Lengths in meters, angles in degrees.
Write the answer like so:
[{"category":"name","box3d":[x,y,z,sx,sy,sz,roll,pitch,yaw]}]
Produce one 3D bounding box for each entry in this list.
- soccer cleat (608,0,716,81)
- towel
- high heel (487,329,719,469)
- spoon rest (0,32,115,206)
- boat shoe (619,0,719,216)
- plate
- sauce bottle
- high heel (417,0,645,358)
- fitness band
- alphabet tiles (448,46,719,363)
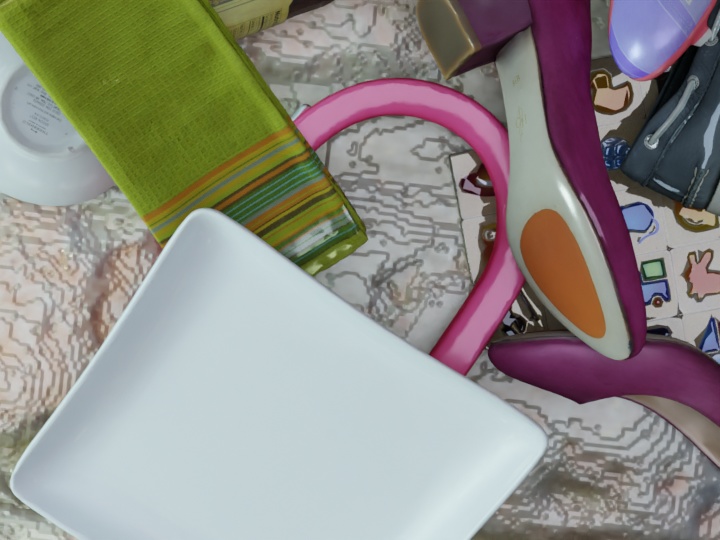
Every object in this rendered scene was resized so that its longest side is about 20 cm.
[{"category":"soccer cleat","box3d":[0.145,-0.183,1.302,0.076,0.067,0.200,32,65,-26]},{"category":"towel","box3d":[-0.081,-0.066,1.275,0.086,0.018,0.200,-36,116,0]},{"category":"high heel","box3d":[0.155,0.081,1.334,0.200,0.067,0.096,7,88,-8]},{"category":"spoon rest","box3d":[-0.192,-0.107,1.331,0.200,0.061,0.099,32,91,-17]},{"category":"boat shoe","box3d":[0.176,-0.128,1.328,0.062,0.073,0.200,14,84,3]},{"category":"plate","box3d":[-0.040,0.087,1.316,0.200,0.032,0.200,34,120,-5]},{"category":"sauce bottle","box3d":[-0.052,-0.147,1.312,0.200,0.066,0.066,-24,93,-17]},{"category":"high heel","box3d":[0.108,-0.060,1.297,0.096,0.067,0.200,-21,86,-33]},{"category":"fitness band","box3d":[0.000,0.000,1.342,0.144,0.037,0.200,34,93,-1]},{"category":"alphabet tiles","box3d":[0.150,-0.027,1.367,0.200,0.008,0.167,-11,93,-2]}]
